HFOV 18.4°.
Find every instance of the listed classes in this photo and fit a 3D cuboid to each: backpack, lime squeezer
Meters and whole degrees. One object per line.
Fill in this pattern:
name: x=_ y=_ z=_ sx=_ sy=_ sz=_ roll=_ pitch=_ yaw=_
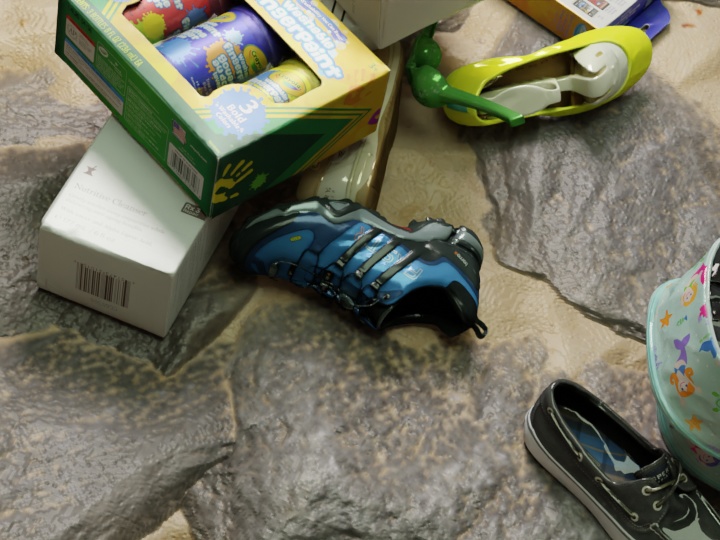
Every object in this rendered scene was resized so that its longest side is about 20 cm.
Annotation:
backpack: x=0.297 y=0.076 z=1.620 sx=0.200 sy=0.150 sz=0.178 roll=30 pitch=46 yaw=-26
lime squeezer: x=0.068 y=-0.172 z=1.803 sx=0.070 sy=0.038 sz=0.200 roll=-30 pitch=41 yaw=7

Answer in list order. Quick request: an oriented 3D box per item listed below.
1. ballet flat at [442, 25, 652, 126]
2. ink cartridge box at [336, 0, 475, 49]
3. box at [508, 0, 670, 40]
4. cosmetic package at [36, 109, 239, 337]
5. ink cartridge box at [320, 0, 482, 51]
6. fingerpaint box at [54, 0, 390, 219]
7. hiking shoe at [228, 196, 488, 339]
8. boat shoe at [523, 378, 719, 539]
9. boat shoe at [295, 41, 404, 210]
ballet flat: x=0.164 y=-0.155 z=1.837 sx=0.199 sy=0.067 sz=0.067 roll=-14 pitch=19 yaw=-18
ink cartridge box: x=0.025 y=-0.284 z=1.744 sx=0.128 sy=0.125 sz=0.200 roll=-29 pitch=63 yaw=-19
box: x=0.180 y=-0.268 z=1.951 sx=0.200 sy=0.042 sz=0.119 roll=36 pitch=53 yaw=18
cosmetic package: x=-0.154 y=-0.060 z=1.684 sx=0.112 sy=0.081 sz=0.200 roll=20 pitch=52 yaw=5
ink cartridge box: x=0.004 y=-0.231 z=1.810 sx=0.200 sy=0.044 sz=0.094 roll=-26 pitch=60 yaw=-19
fingerpaint box: x=-0.105 y=-0.159 z=1.675 sx=0.167 sy=0.073 sz=0.200 roll=-29 pitch=62 yaw=-29
hiking shoe: x=0.000 y=0.000 z=1.677 sx=0.199 sy=0.075 sz=0.087 roll=5 pitch=51 yaw=-9
boat shoe: x=0.204 y=0.151 z=1.610 sx=0.070 sy=0.066 sz=0.200 roll=-32 pitch=65 yaw=-32
boat shoe: x=-0.008 y=-0.117 z=1.767 sx=0.069 sy=0.074 sz=0.200 roll=9 pitch=42 yaw=6
